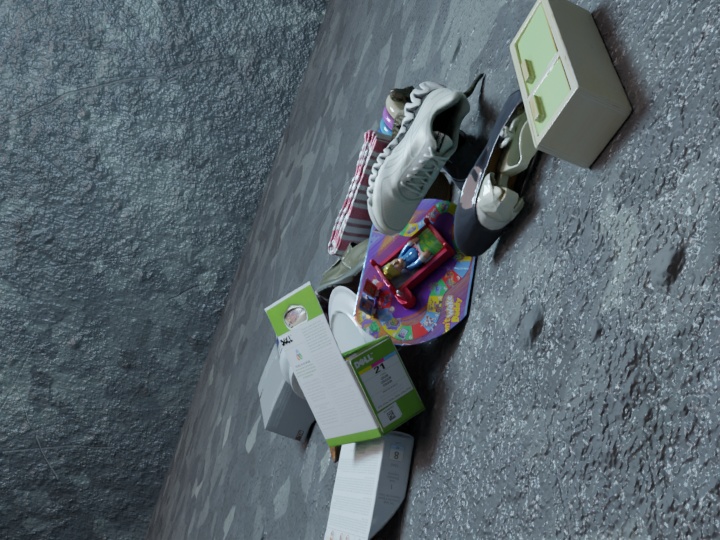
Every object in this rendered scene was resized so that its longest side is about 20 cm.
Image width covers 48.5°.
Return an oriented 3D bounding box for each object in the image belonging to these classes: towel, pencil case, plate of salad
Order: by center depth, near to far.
[{"bbox_3d":[0.009,0.115,1.101,0.200,0.048,0.202,49,148,44],"label":"plate of salad"},{"bbox_3d":[0.023,-0.115,1.269,0.030,0.146,0.202,28,104,32],"label":"towel"},{"bbox_3d":[-0.063,0.072,1.313,0.090,0.077,0.200,-64,-11,22],"label":"pencil case"}]

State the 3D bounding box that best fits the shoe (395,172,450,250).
[{"bbox_3d":[0.080,-0.049,1.103,0.053,0.069,0.202,-35,30,51],"label":"shoe"}]

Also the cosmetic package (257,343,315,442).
[{"bbox_3d":[-0.135,0.228,1.513,0.200,0.089,0.108,-129,61,-75],"label":"cosmetic package"}]

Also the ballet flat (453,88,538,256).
[{"bbox_3d":[0.161,-0.108,0.894,0.073,0.072,0.202,-137,67,-73],"label":"ballet flat"}]

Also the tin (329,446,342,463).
[{"bbox_3d":[-0.037,0.207,1.213,0.200,0.041,0.114,-115,17,-68],"label":"tin"}]

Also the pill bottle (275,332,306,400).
[{"bbox_3d":[-0.089,0.142,1.399,0.200,0.110,0.112,-113,43,-67],"label":"pill bottle"}]

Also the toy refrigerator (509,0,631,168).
[{"bbox_3d":[0.209,-0.203,0.826,0.202,0.069,0.076,-90,24,-45],"label":"toy refrigerator"}]

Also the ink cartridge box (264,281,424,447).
[{"bbox_3d":[-0.024,0.110,1.006,0.147,0.075,0.202,-29,86,57],"label":"ink cartridge box"}]

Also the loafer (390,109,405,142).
[{"bbox_3d":[0.080,-0.143,1.215,0.076,0.067,0.202,-125,37,-52],"label":"loafer"}]

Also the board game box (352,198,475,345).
[{"bbox_3d":[0.063,-0.009,0.996,0.156,0.039,0.203,0,67,30],"label":"board game box"}]

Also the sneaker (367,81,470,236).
[{"bbox_3d":[0.072,-0.137,0.986,0.081,0.075,0.202,25,92,55],"label":"sneaker"}]

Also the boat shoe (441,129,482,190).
[{"bbox_3d":[0.115,-0.167,1.072,0.070,0.066,0.201,-35,26,8],"label":"boat shoe"}]

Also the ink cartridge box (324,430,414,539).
[{"bbox_3d":[0.006,0.310,1.024,0.160,0.047,0.203,150,132,-66],"label":"ink cartridge box"}]

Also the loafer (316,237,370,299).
[{"bbox_3d":[0.000,0.000,1.195,0.199,0.075,0.070,-28,41,54],"label":"loafer"}]

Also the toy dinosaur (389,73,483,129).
[{"bbox_3d":[0.096,-0.227,1.098,0.199,0.048,0.088,-25,-10,-48],"label":"toy dinosaur"}]

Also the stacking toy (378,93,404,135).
[{"bbox_3d":[0.051,-0.202,1.359,0.086,0.084,0.201,-89,19,-46],"label":"stacking toy"}]
